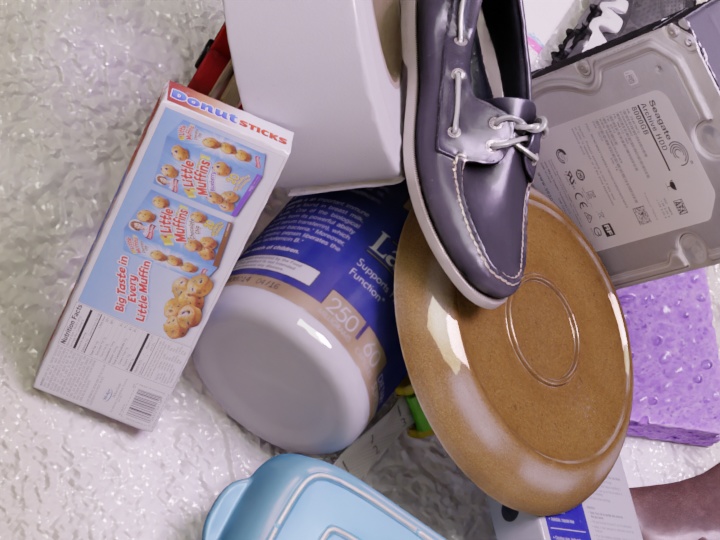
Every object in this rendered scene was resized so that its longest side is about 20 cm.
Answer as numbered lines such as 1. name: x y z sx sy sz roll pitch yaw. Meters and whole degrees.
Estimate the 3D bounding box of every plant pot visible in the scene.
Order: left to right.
1. plant pot: 0.095 0.036 1.244 0.200 0.027 0.201 23 57 -43

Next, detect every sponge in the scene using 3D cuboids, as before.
1. sponge: 0.165 0.010 1.399 0.111 0.030 0.201 6 62 -21

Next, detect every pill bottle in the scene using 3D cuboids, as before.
1. pill bottle: 0.000 0.000 1.272 0.116 0.116 0.200 40 54 -1

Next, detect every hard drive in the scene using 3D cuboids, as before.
1. hard drive: 0.162 -0.064 1.278 0.038 0.200 0.140 -32 99 -33

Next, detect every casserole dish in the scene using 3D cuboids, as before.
1. casserole dish: 0.005 0.180 1.200 0.200 0.039 0.121 37 62 -15

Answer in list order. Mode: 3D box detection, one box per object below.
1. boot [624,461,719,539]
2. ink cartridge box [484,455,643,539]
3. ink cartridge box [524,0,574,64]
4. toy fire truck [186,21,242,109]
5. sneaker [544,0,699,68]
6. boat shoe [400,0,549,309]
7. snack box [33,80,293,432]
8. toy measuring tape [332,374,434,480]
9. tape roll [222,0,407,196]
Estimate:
1. boot: 0.252 0.203 1.325 0.166 0.072 0.201 -13 70 -18
2. ink cartridge box: 0.125 0.170 1.266 0.099 0.039 0.201 14 56 -45
3. ink cartridge box: 0.059 -0.162 1.420 0.116 0.068 0.200 37 55 -3
4. toy fire truck: -0.079 -0.095 1.270 0.049 0.141 0.200 31 55 -7
5. sneaker: 0.199 -0.178 1.500 0.090 0.066 0.200 35 58 -8
6. boat shoe: 0.066 -0.080 1.197 0.072 0.063 0.201 19 55 -44
7. snack box: -0.106 -0.003 1.173 0.072 0.200 0.024 23 33 -9
8. toy measuring tape: 0.052 0.081 1.277 0.074 0.074 0.200 43 54 2
9. tape roll: -0.019 -0.145 1.204 0.070 0.203 0.203 -6 61 10
